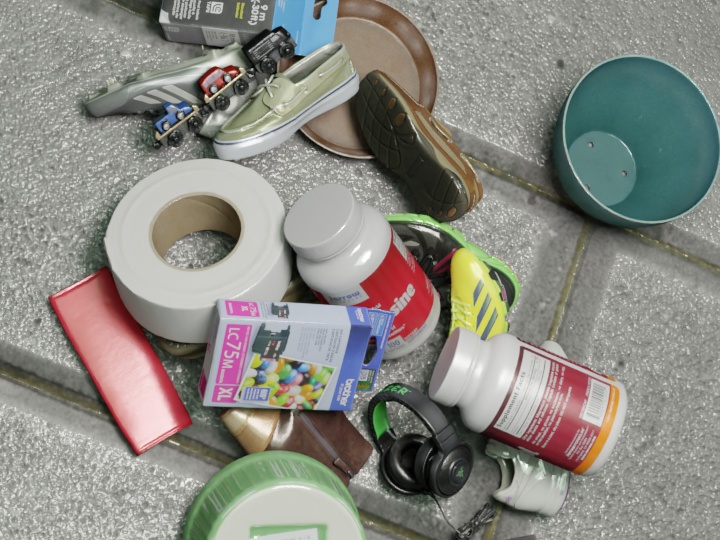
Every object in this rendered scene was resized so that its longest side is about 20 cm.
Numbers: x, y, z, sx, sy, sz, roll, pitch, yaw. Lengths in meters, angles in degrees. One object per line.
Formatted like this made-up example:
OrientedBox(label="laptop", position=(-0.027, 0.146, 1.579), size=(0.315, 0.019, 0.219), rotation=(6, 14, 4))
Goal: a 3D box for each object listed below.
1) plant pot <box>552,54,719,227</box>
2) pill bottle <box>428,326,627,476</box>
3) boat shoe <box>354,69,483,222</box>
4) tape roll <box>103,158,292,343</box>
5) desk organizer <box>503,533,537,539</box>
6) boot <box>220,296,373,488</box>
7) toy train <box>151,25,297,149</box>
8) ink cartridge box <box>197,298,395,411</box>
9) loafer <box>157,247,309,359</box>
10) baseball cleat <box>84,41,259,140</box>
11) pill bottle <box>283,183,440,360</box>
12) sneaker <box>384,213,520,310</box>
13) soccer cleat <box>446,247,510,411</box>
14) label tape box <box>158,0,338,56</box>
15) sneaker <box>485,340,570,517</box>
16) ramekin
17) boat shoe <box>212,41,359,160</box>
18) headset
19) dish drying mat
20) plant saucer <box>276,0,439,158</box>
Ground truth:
OrientedBox(label="plant pot", position=(0.311, -0.139, 1.751), size=(0.197, 0.135, 0.203), rotation=(3, 78, -13))
OrientedBox(label="pill bottle", position=(0.180, 0.138, 1.599), size=(0.198, 0.113, 0.114), rotation=(23, 74, -6))
OrientedBox(label="boat shoe", position=(0.069, -0.144, 1.699), size=(0.074, 0.076, 0.201), rotation=(-21, 73, -49))
OrientedBox(label="tape roll", position=(-0.175, -0.023, 1.598), size=(0.199, 0.071, 0.204), rotation=(-2, 56, 3))
OrientedBox(label="desk organizer", position=(0.106, 0.361, 1.623), size=(0.197, 0.078, 0.072), rotation=(-11, 47, 0))
OrientedBox(label="boot", position=(-0.048, 0.147, 1.651), size=(0.166, 0.072, 0.201), rotation=(41, 70, -15))
OrientedBox(label="toy train", position=(-0.157, -0.206, 1.638), size=(0.199, 0.034, 0.046), rotation=(-39, 112, -5))
OrientedBox(label="ink cartridge box", position=(-0.065, 0.092, 1.556), size=(0.197, 0.120, 0.042), rotation=(2, 35, -19))
OrientedBox(label="loafer", position=(-0.131, 0.045, 1.632), size=(0.198, 0.068, 0.076), rotation=(-28, 55, -12))
OrientedBox(label="baseball cleat", position=(-0.209, -0.189, 1.670), size=(0.198, 0.070, 0.108), rotation=(-20, 101, -6))
OrientedBox(label="pill bottle", position=(0.000, 0.000, 1.598), size=(0.113, 0.112, 0.200), rotation=(-55, 135, -18))
OrientedBox(label="sneaker", position=(0.093, -0.001, 1.700), size=(0.198, 0.077, 0.084), rotation=(29, 69, -5))
OrientedBox(label="soccer cleat", position=(0.124, 0.073, 1.657), size=(0.083, 0.065, 0.202), rotation=(-21, 118, -17))
OrientedBox(label="label tape box", position=(-0.124, -0.333, 1.701), size=(0.197, 0.063, 0.146), rotation=(6, 77, 2))
OrientedBox(label="sneaker", position=(0.197, 0.177, 1.686), size=(0.098, 0.075, 0.203), rotation=(10, 76, -13))
OrientedBox(label="ramekin", position=(-0.085, 0.300, 1.553), size=(0.197, 0.098, 0.203), rotation=(-1, 95, -12))
OrientedBox(label="boat shoe", position=(-0.089, -0.194, 1.659), size=(0.199, 0.072, 0.063), rotation=(-35, 126, -25))
OrientedBox(label="headset", position=(0.085, 0.211, 1.637), size=(0.094, 0.123, 0.202), rotation=(-32, 103, -32))
OrientedBox(label="dish drying mat", position=(-0.265, 0.100, 1.621), size=(0.076, 0.018, 0.201), rotation=(-29, 85, -18))
OrientedBox(label="plant saucer", position=(-0.005, -0.227, 1.746), size=(0.198, 0.034, 0.203), rotation=(3, 78, -14))
